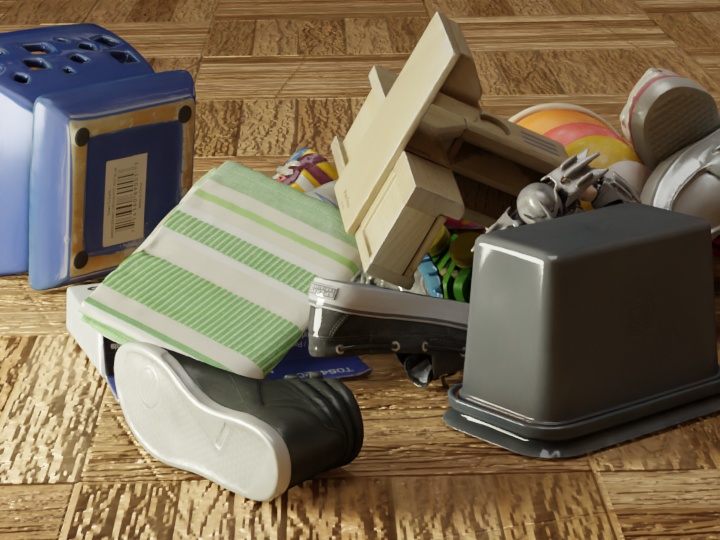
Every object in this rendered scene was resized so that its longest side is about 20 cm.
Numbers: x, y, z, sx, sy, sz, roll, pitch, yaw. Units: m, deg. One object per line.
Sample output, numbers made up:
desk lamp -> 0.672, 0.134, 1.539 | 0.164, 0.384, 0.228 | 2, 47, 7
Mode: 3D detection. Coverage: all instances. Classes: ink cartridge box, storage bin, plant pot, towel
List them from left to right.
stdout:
plant pot -> -0.257, -0.094, 1.893 | 0.180, 0.200, 0.200 | 21, 25, 38
ink cartridge box -> -0.111, 0.043, 1.652 | 0.199, 0.041, 0.200 | -6, 16, -18
towel -> -0.095, 0.004, 1.614 | 0.152, 0.023, 0.200 | 25, 48, 18
storage bin -> 0.155, 0.031, 1.503 | 0.200, 0.135, 0.145 | -11, 18, -37

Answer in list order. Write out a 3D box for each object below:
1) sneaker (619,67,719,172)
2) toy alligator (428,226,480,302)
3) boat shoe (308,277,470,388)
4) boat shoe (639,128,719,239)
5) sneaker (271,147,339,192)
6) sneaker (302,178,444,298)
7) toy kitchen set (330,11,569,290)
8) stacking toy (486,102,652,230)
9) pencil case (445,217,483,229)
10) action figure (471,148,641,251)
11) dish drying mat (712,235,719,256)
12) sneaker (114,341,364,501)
sneaker -> 0.238, -0.122, 1.735 | 0.105, 0.075, 0.200 | 38, 9, 31
toy alligator -> 0.097, 0.008, 1.762 | 0.200, 0.059, 0.054 | 18, 67, 44
boat shoe -> 0.045, 0.051, 1.560 | 0.200, 0.066, 0.070 | 11, 0, -39
boat shoe -> 0.291, -0.075, 1.660 | 0.200, 0.072, 0.068 | -31, 7, -33
sneaker -> -0.072, -0.063, 1.915 | 0.200, 0.090, 0.075 | -3, 1, -31
sneaker -> 0.000, 0.000, 1.684 | 0.086, 0.075, 0.200 | -11, 40, -21
toy kitchen set -> 0.098, -0.085, 1.638 | 0.180, 0.163, 0.200 | 21, 26, -20
stacking toy -> 0.189, -0.069, 1.783 | 0.146, 0.147, 0.200 | -5, 2, -14
pencil case -> 0.076, -0.079, 2.012 | 0.199, 0.088, 0.087 | -2, 15, 2
action figure -> 0.149, -0.017, 1.601 | 0.130, 0.069, 0.200 | -31, -24, 1
dish drying mat -> 0.292, -0.077, 1.870 | 0.077, 0.018, 0.200 | 19, 33, 3
sneaker -> -0.077, 0.092, 1.426 | 0.099, 0.071, 0.200 | -11, 24, -39
